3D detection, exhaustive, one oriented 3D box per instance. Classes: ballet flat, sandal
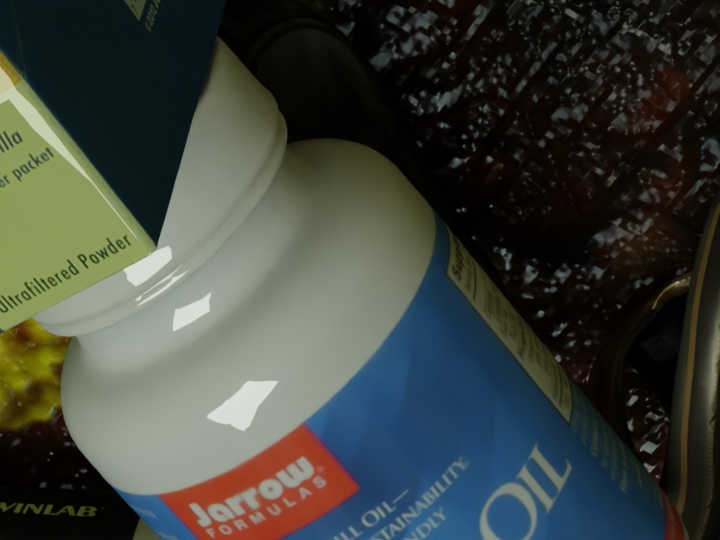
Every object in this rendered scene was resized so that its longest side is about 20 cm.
[{"bbox_3d":[0.000,0.000,0.831,0.066,0.057,0.201,-36,124,-19],"label":"ballet flat"},{"bbox_3d":[0.093,0.046,0.838,0.054,0.082,0.201,23,136,19],"label":"sandal"}]

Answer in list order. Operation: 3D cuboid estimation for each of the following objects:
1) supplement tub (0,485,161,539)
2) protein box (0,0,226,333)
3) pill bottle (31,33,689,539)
[{"bbox_3d":[-0.095,0.129,0.883,0.199,0.123,0.123,1,125,7],"label":"supplement tub"},{"bbox_3d":[-0.143,-0.102,0.679,0.134,0.199,0.200,-27,117,22],"label":"protein box"},{"bbox_3d":[-0.009,0.037,0.745,0.112,0.112,0.200,-29,117,26],"label":"pill bottle"}]
